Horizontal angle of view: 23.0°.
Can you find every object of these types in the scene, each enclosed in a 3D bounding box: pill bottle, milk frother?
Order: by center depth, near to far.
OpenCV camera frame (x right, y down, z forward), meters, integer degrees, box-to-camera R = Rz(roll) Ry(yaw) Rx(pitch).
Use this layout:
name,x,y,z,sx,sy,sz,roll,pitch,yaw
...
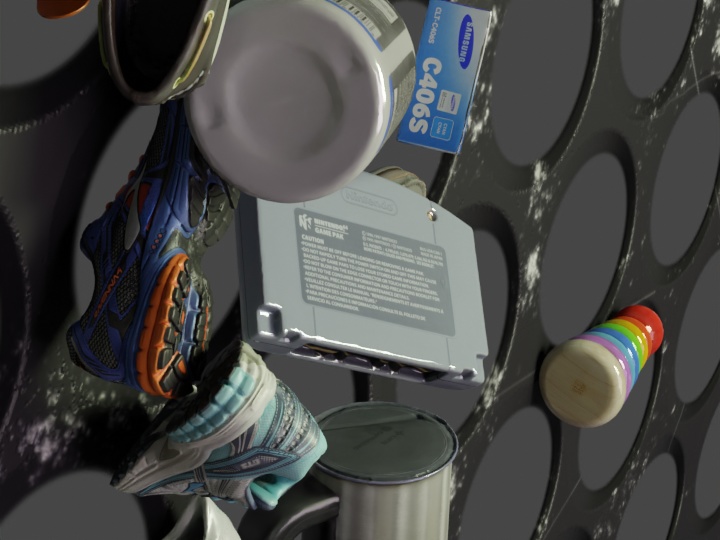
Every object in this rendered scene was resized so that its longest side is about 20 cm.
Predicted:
name,x,y,z,sx,sy,sz,roll,pitch,yaw
pill bottle,-0.027,-0.112,1.028,0.200,0.113,0.115,-58,157,-74
milk frother,0.026,0.228,1.266,0.180,0.199,0.189,-29,129,-47

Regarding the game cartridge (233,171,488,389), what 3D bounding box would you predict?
name,x,y,z,sx,sy,sz,roll,pitch,yaw
game cartridge,0.000,0.000,1.163,0.199,0.040,0.134,15,64,-40

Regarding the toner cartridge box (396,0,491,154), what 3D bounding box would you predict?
name,x,y,z,sx,sy,sz,roll,pitch,yaw
toner cartridge box,0.058,-0.130,1.213,0.200,0.043,0.096,-57,159,-84

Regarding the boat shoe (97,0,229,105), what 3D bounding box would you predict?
name,x,y,z,sx,sy,sz,roll,pitch,yaw
boat shoe,-0.085,-0.179,0.855,0.061,0.071,0.202,-73,172,-73

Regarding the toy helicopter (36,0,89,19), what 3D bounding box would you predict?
name,x,y,z,sx,sy,sz,roll,pitch,yaw
toy helicopter,-0.140,-0.206,0.879,0.200,0.078,0.133,-47,137,-60

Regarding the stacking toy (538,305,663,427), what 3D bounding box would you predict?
name,x,y,z,sx,sy,sz,roll,pitch,yaw
stacking toy,0.248,0.083,1.717,0.200,0.085,0.086,-28,128,-58

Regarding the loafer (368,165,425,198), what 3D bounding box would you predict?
name,x,y,z,sx,sy,sz,roll,pitch,yaw
loafer,-0.001,-0.008,1.236,0.200,0.063,0.072,-42,137,-45

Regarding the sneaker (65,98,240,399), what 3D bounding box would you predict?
name,x,y,z,sx,sy,sz,roll,pitch,yaw
sneaker,-0.121,-0.027,1.004,0.075,0.078,0.201,62,33,-58

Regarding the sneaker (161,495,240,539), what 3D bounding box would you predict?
name,x,y,z,sx,sy,sz,roll,pitch,yaw
sneaker,-0.142,0.223,1.112,0.200,0.075,0.089,-52,133,-45

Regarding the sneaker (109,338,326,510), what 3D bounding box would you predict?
name,x,y,z,sx,sy,sz,roll,pitch,yaw
sneaker,-0.084,0.112,1.040,0.078,0.086,0.200,-54,-171,-26
